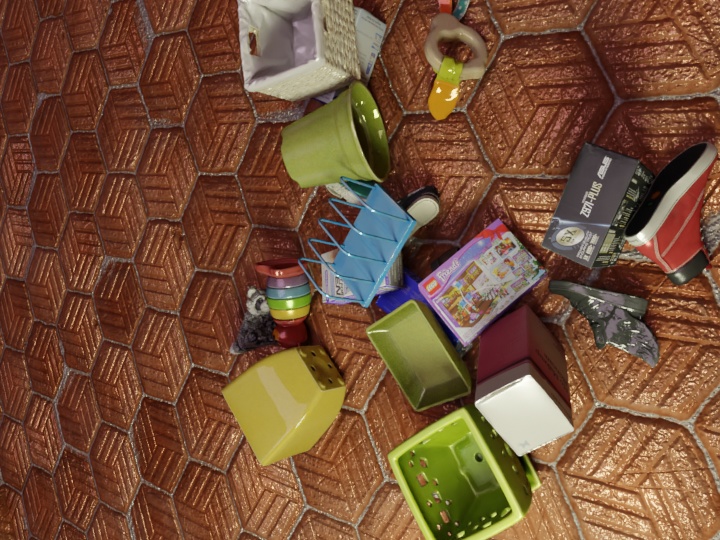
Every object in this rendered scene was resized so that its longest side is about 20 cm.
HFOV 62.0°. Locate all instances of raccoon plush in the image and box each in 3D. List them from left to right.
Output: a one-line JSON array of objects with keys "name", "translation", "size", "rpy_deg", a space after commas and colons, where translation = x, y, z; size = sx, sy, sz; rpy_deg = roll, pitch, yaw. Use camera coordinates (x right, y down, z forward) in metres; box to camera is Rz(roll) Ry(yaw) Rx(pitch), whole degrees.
[{"name": "raccoon plush", "translation": [-0.277, 0.121, 1.476], "size": [0.197, 0.096, 0.138], "rpy_deg": [-19, 73, 33]}]

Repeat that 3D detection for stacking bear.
[{"name": "stacking bear", "translation": [-0.167, 0.082, 1.385], "size": [0.120, 0.112, 0.206], "rpy_deg": [12, 109, 51]}]

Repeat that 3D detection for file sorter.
[{"name": "file sorter", "translation": [-0.015, -0.057, 1.154], "size": [0.139, 0.121, 0.203], "rpy_deg": [49, 118, 41]}]

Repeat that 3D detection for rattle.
[{"name": "rattle", "translation": [0.174, -0.431, 1.185], "size": [0.127, 0.144, 0.204], "rpy_deg": [-14, 64, 2]}]

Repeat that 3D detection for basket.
[{"name": "basket", "translation": [-0.118, -0.461, 1.182], "size": [0.196, 0.159, 0.204], "rpy_deg": [-7, 87, 35]}]

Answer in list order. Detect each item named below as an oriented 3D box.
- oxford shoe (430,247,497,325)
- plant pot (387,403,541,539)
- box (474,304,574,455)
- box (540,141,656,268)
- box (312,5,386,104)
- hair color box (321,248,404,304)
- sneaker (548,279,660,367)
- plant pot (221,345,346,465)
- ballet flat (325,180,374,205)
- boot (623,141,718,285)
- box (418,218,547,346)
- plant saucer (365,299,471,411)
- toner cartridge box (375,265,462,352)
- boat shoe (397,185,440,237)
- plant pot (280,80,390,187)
[{"name": "oxford shoe", "translation": [0.216, 0.042, 1.141], "size": [0.084, 0.072, 0.202], "rpy_deg": [-40, 70, 23]}, {"name": "plant pot", "translation": [0.199, 0.361, 1.091], "size": [0.198, 0.180, 0.203], "rpy_deg": [-39, 71, 29]}, {"name": "box", "translation": [0.273, 0.178, 1.007], "size": [0.108, 0.201, 0.128], "rpy_deg": [-35, 106, 28]}, {"name": "box", "translation": [0.379, -0.097, 0.946], "size": [0.085, 0.198, 0.167], "rpy_deg": [28, 107, 29]}, {"name": "box", "translation": [-0.068, -0.472, 1.306], "size": [0.182, 0.104, 0.204], "rpy_deg": [30, 106, 31]}, {"name": "hair color box", "translation": [0.000, 0.000, 1.262], "size": [0.197, 0.064, 0.112], "rpy_deg": [-17, 71, 44]}, {"name": "sneaker", "translation": [0.407, 0.085, 1.014], "size": [0.196, 0.060, 0.107], "rpy_deg": [14, 94, 30]}, {"name": "plant pot", "translation": [-0.148, 0.274, 1.331], "size": [0.200, 0.194, 0.196], "rpy_deg": [-45, 68, 19]}, {"name": "ballet flat", "translation": [-0.028, -0.183, 1.318], "size": [0.199, 0.071, 0.073], "rpy_deg": [38, 111, 30]}, {"name": "boot", "translation": [0.519, -0.085, 0.938], "size": [0.143, 0.072, 0.202], "rpy_deg": [38, 86, -10]}, {"name": "box", "translation": [0.222, 0.020, 1.096], "size": [0.199, 0.039, 0.138], "rpy_deg": [-38, 70, -4]}, {"name": "plant saucer", "translation": [0.119, 0.162, 1.173], "size": [0.202, 0.047, 0.200], "rpy_deg": [57, 145, 4]}, {"name": "toner cartridge box", "translation": [0.129, 0.084, 1.217], "size": [0.199, 0.043, 0.097], "rpy_deg": [39, 112, 28]}, {"name": "boat shoe", "translation": [0.086, -0.110, 1.248], "size": [0.198, 0.072, 0.064], "rpy_deg": [-31, 31, 37]}, {"name": "plant pot", "translation": [-0.058, -0.258, 1.226], "size": [0.180, 0.200, 0.206], "rpy_deg": [-13, 84, 22]}]
